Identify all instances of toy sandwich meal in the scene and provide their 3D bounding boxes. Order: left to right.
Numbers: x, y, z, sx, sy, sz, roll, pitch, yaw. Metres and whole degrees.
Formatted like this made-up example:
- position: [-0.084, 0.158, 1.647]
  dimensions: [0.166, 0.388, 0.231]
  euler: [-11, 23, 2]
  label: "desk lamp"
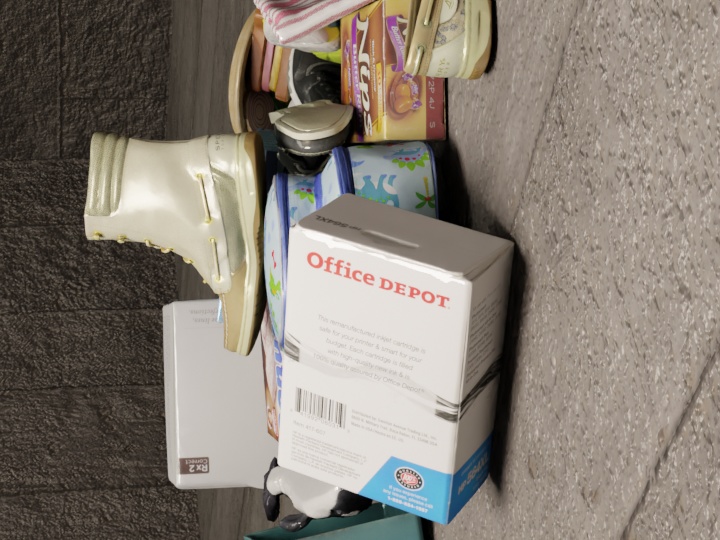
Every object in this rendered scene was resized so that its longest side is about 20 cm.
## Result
- position: [-0.076, -0.214, 1.765]
  dimensions: [0.205, 0.070, 0.206]
  euler: [12, -90, -70]
  label: "toy sandwich meal"

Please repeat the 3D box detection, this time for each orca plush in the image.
- position: [-0.028, 0.207, 1.470]
  dimensions: [0.200, 0.071, 0.105]
  euler: [-32, 28, 53]
  label: "orca plush"

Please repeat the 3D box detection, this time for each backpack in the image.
- position: [-0.005, -0.011, 1.334]
  dimensions: [0.200, 0.146, 0.184]
  euler: [129, 138, -74]
  label: "backpack"

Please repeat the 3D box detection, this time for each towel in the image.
- position: [-0.024, -0.261, 1.415]
  dimensions: [0.030, 0.146, 0.200]
  euler: [61, -179, -25]
  label: "towel"

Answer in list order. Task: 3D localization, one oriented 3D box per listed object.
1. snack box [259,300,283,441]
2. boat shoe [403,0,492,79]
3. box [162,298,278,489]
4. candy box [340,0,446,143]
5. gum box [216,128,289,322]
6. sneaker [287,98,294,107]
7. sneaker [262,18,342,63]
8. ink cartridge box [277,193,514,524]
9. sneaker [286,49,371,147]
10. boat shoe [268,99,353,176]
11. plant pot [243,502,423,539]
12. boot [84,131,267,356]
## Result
- position: [-0.070, 0.060, 1.480]
  dimensions: [0.072, 0.024, 0.201]
  euler: [-155, 59, -65]
  label: "snack box"
- position: [0.058, -0.240, 1.200]
  dimensions: [0.073, 0.062, 0.201]
  euler: [124, 144, -72]
  label: "boat shoe"
- position: [-0.109, 0.130, 1.754]
  dimensions: [0.131, 0.198, 0.201]
  euler: [166, 103, -78]
  label: "box"
- position: [0.025, -0.169, 1.404]
  dimensions: [0.200, 0.056, 0.117]
  euler: [-164, 74, -77]
  label: "candy box"
- position: [-0.102, -0.048, 1.622]
  dimensions: [0.200, 0.044, 0.171]
  euler: [-76, -7, -80]
  label: "gum box"
- position: [-0.032, -0.106, 1.719]
  dimensions: [0.099, 0.075, 0.201]
  euler: [5, 93, 54]
  label: "sneaker"
- position: [-0.038, -0.258, 1.543]
  dimensions: [0.200, 0.075, 0.106]
  euler: [0, -80, -77]
  label: "sneaker"
- position: [0.024, 0.062, 1.179]
  dimensions: [0.084, 0.146, 0.201]
  euler: [-35, -43, -54]
  label: "ink cartridge box"
- position: [-0.018, -0.159, 1.635]
  dimensions: [0.088, 0.075, 0.201]
  euler: [-35, 60, 59]
  label: "sneaker"
- position: [-0.040, -0.113, 1.446]
  dimensions: [0.200, 0.072, 0.068]
  euler: [-138, 37, -80]
  label: "boat shoe"
- position: [-0.007, 0.321, 1.448]
  dimensions: [0.141, 0.141, 0.201]
  euler: [158, 99, -78]
  label: "plant pot"
- position: [-0.157, -0.024, 1.404]
  dimensions: [0.072, 0.154, 0.201]
  euler: [-80, -9, -68]
  label: "boot"
